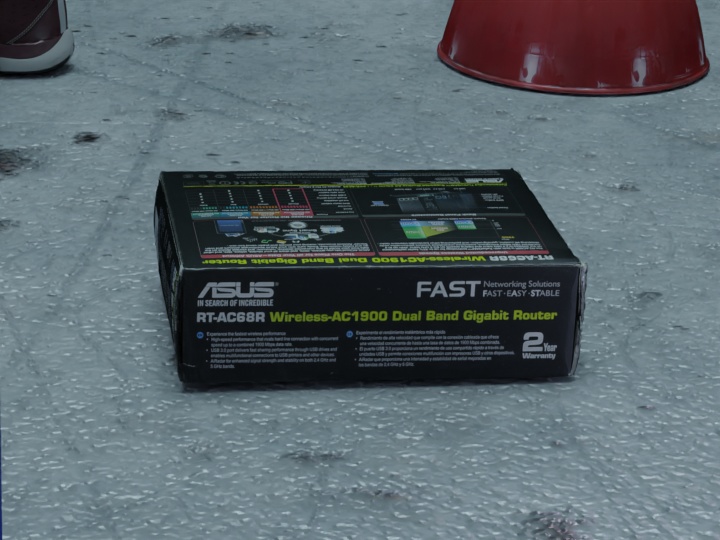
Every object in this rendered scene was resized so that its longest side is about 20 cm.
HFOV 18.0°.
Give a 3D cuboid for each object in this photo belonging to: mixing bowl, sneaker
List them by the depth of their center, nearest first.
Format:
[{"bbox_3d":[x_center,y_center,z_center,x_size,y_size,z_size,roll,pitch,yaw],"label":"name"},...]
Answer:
[{"bbox_3d":[-0.296,-0.194,1.557,0.200,0.116,0.076,-5,22,-19],"label":"sneaker"},{"bbox_3d":[0.158,-0.206,1.649,0.200,0.108,0.200,3,21,-1],"label":"mixing bowl"}]

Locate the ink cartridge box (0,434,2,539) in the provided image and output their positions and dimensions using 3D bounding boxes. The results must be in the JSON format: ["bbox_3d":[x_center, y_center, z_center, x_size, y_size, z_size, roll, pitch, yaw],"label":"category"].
[{"bbox_3d":[-0.215,0.095,0.830,0.044,0.094,0.200,16,24,32],"label":"ink cartridge box"}]

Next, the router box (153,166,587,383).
[{"bbox_3d":[0.000,0.000,1.149,0.200,0.062,0.150,-1,20,-8],"label":"router box"}]
